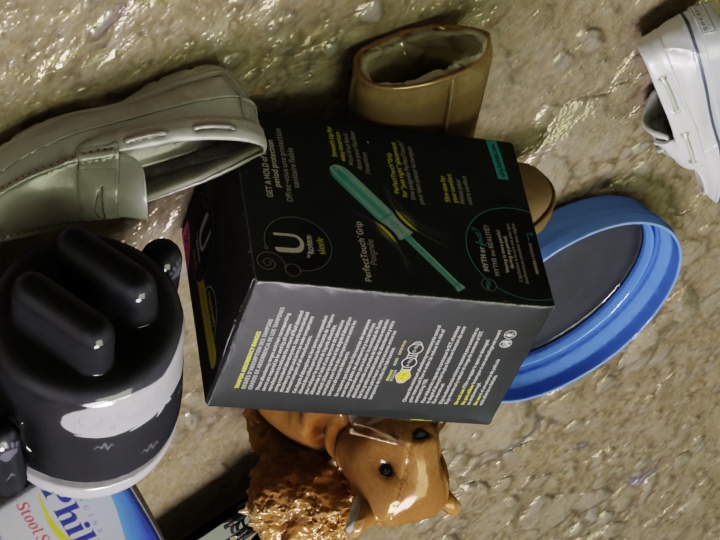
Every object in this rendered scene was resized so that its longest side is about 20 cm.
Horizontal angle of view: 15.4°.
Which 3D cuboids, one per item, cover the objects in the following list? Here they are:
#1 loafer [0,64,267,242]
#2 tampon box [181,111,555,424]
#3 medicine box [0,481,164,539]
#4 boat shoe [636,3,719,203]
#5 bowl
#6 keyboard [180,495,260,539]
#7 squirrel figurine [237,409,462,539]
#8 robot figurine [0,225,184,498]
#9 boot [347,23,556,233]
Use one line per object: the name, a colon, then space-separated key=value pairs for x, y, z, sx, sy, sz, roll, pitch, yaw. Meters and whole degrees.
loafer: x=-0.152 y=-0.062 z=1.621 sx=0.199 sy=0.070 sz=0.070 roll=-26 pitch=148 yaw=-15
tampon box: x=0.000 y=0.000 z=1.713 sx=0.199 sy=0.150 sz=0.127 roll=6 pitch=137 yaw=-18
medicine box: x=-0.234 y=0.207 z=1.807 sx=0.199 sy=0.103 sz=0.182 roll=-32 pitch=-177 yaw=-6
boat shoe: x=0.235 y=-0.116 z=1.932 sx=0.066 sy=0.074 sz=0.201 roll=-18 pitch=139 yaw=1
bowl: x=0.155 y=0.021 z=2.060 sx=0.200 sy=0.039 sz=0.201 roll=-24 pitch=147 yaw=-17
keyboard: x=-0.070 y=0.188 z=2.032 sx=0.199 sy=0.040 sz=0.104 roll=-34 pitch=-177 yaw=-1
squirrel figurine: x=-0.006 y=0.120 z=1.896 sx=0.141 sy=0.187 sz=0.201 roll=-9 pitch=141 yaw=-37
robot figurine: x=-0.172 y=0.057 z=1.643 sx=0.149 sy=0.125 sz=0.200 roll=-11 pitch=150 yaw=-12
boot: x=0.068 y=-0.086 z=1.804 sx=0.174 sy=0.066 sz=0.201 roll=-21 pitch=145 yaw=-22
